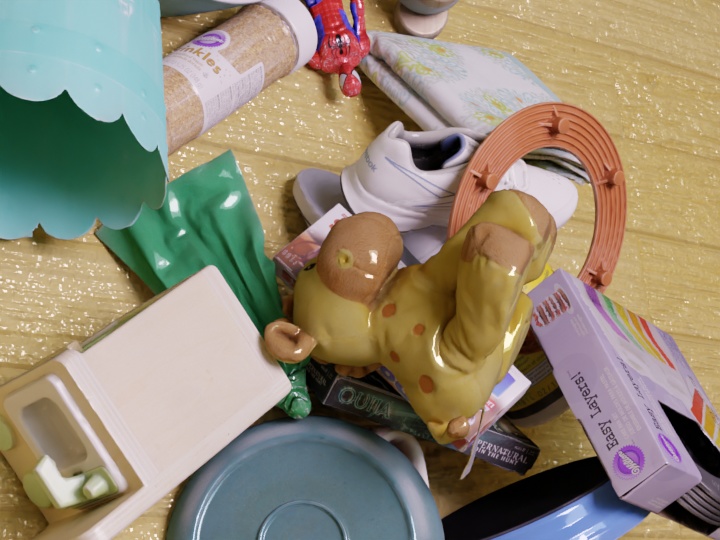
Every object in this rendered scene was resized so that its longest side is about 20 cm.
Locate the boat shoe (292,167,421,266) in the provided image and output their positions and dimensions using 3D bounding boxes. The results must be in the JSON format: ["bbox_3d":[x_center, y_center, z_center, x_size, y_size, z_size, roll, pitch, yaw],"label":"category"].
[{"bbox_3d":[0.000,0.000,1.300,0.073,0.066,0.200,-2,43,-40],"label":"boat shoe"}]

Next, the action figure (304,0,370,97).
[{"bbox_3d":[-0.036,-0.241,1.394,0.065,0.052,0.201,-16,83,-11],"label":"action figure"}]

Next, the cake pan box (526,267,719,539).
[{"bbox_3d":[0.220,0.110,1.250,0.184,0.052,0.200,26,30,-44],"label":"cake pan box"}]

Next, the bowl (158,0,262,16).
[{"bbox_3d":[-0.147,-0.279,1.285,0.200,0.105,0.202,16,62,-33],"label":"bowl"}]

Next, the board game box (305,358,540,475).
[{"bbox_3d":[0.031,0.091,1.271,0.199,0.135,0.028,22,101,-32],"label":"board game box"}]

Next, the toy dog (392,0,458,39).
[{"bbox_3d":[0.040,-0.305,1.452,0.096,0.132,0.200,-38,108,-20],"label":"toy dog"}]

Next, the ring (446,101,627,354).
[{"bbox_3d":[0.144,-0.031,1.277,0.200,0.019,0.201,-12,109,-38],"label":"ring"}]

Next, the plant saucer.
[{"bbox_3d":[-0.040,0.194,1.148,0.199,0.027,0.201,0,68,1],"label":"plant saucer"}]

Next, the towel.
[{"bbox_3d":[0.105,-0.145,1.414,0.171,0.048,0.200,7,29,-40],"label":"towel"}]

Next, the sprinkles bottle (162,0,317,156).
[{"bbox_3d":[-0.116,-0.151,1.283,0.068,0.068,0.200,55,48,-7],"label":"sprinkles bottle"}]

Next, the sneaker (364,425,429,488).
[{"bbox_3d":[-0.014,0.194,1.200,0.075,0.104,0.201,43,51,-22],"label":"sneaker"}]

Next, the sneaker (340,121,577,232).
[{"bbox_3d":[0.087,-0.067,1.274,0.199,0.087,0.075,4,55,-26],"label":"sneaker"}]

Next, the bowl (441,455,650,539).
[{"bbox_3d":[0.125,0.194,1.248,0.200,0.200,0.040,-25,91,-43],"label":"bowl"}]

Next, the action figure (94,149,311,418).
[{"bbox_3d":[-0.094,0.024,1.196,0.118,0.055,0.200,-33,73,0],"label":"action figure"}]

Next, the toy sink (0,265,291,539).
[{"bbox_3d":[-0.170,0.098,1.093,0.200,0.130,0.112,-38,97,-41],"label":"toy sink"}]

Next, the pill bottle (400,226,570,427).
[{"bbox_3d":[0.110,0.025,1.368,0.200,0.111,0.111,48,49,-13],"label":"pill bottle"}]

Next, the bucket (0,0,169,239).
[{"bbox_3d":[-0.224,-0.122,1.096,0.207,0.207,0.135,18,59,-33],"label":"bucket"}]

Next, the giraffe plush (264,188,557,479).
[{"bbox_3d":[0.029,0.023,1.135,0.173,0.162,0.201,6,104,-77],"label":"giraffe plush"}]

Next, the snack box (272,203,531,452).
[{"bbox_3d":[0.028,0.040,1.208,0.200,0.024,0.072,43,62,14],"label":"snack box"}]
